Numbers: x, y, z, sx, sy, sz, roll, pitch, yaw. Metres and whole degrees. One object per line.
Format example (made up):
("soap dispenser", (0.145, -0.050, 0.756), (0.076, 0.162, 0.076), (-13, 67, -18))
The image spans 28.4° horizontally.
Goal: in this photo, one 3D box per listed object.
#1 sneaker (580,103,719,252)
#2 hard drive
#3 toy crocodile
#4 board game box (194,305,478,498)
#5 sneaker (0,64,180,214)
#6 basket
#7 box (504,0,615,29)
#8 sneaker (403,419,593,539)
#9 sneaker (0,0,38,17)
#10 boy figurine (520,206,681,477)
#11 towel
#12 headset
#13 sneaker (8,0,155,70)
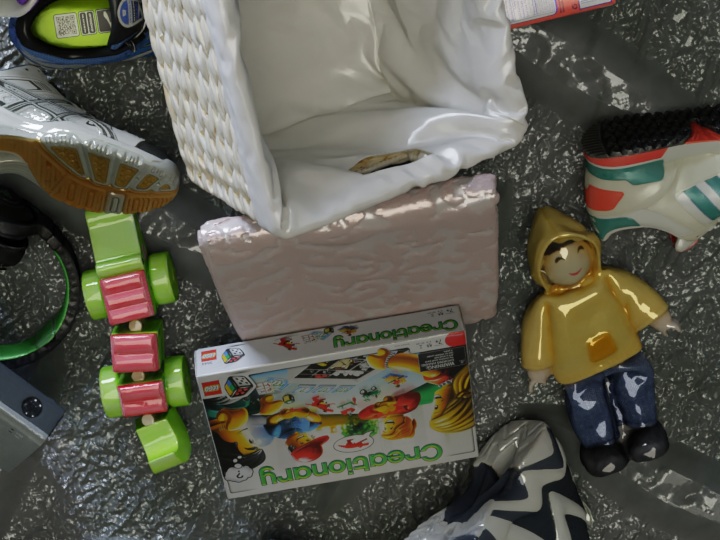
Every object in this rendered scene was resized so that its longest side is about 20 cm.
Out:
("sneaker", (0.258, -0.065, 1.046), (0.196, 0.071, 0.095), (-5, 121, -3))
("hard drive", (-0.312, 0.065, 1.017), (0.199, 0.139, 0.033), (38, 62, -10))
("toy crocodile", (-0.165, 0.050, 1.051), (0.066, 0.062, 0.203), (-8, 103, 0))
("board game box", (-0.015, 0.099, 1.059), (0.197, 0.035, 0.128), (-10, 127, 0))
("sneaker", (-0.219, -0.104, 1.001), (0.197, 0.089, 0.076), (15, 141, -13))
("basket", (-0.024, -0.154, 0.922), (0.196, 0.160, 0.203), (-23, 113, -22))
("box", (0.100, -0.270, 0.970), (0.101, 0.095, 0.203), (-14, 103, 1))
("sneaker", (0.107, 0.225, 1.070), (0.130, 0.079, 0.200), (51, 58, -20))
("sneaker", (-0.187, -0.226, 0.926), (0.199, 0.115, 0.073), (-24, 132, 32))
("boy figurine", (0.177, 0.046, 1.063), (0.123, 0.065, 0.203), (-16, 106, 4))
("towel", (0.000, 0.000, 0.998), (0.197, 0.192, 0.033), (-11, 63, 1))
("headset", (-0.288, -0.009, 1.016), (0.123, 0.094, 0.200), (-40, 113, 6))
("sneaker", (-0.146, -0.177, 0.984), (0.197, 0.089, 0.080), (-15, 104, -4))
